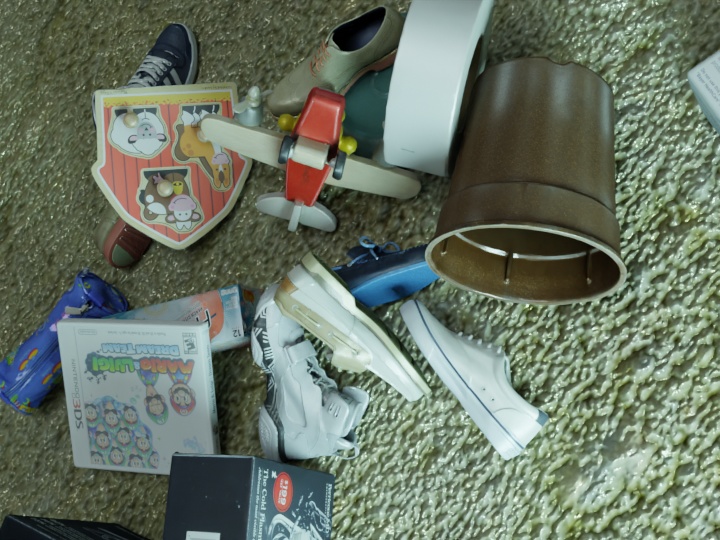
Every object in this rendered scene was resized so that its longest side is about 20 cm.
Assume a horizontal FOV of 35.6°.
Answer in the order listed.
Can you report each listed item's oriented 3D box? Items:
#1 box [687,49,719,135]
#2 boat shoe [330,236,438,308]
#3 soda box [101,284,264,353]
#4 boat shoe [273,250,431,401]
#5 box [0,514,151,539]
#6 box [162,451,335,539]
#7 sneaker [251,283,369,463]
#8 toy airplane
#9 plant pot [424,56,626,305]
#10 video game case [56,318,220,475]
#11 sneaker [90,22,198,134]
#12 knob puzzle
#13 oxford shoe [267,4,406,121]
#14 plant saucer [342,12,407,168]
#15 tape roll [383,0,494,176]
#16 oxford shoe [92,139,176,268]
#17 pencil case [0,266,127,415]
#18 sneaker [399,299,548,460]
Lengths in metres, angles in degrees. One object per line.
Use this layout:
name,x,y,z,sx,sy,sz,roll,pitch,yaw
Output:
box,0.449,-0.162,1.063,0.199,0.105,0.185,-35,63,14
boat shoe,0.000,0.000,1.252,0.198,0.084,0.069,-18,65,18
soda box,-0.209,0.070,1.337,0.198,0.068,0.064,-14,78,22
boat shoe,-0.009,0.073,1.198,0.068,0.075,0.200,-43,99,4
box,-0.291,0.345,1.224,0.147,0.200,0.105,16,82,30
box,-0.115,0.300,1.161,0.103,0.182,0.203,-3,74,25
sneaker,-0.053,0.115,1.232,0.114,0.075,0.203,0,96,21
toy airplane,-0.053,-0.136,1.270,0.197,0.200,0.143,-7,58,37
plant pot,0.176,-0.094,1.137,0.198,0.200,0.200,0,68,26
video game case,-0.260,0.149,1.316,0.198,0.024,0.184,0,102,21
sneaker,-0.278,-0.240,1.442,0.069,0.108,0.202,12,81,28
knob puzzle,-0.228,-0.127,1.368,0.217,0.030,0.223,1,86,-13
oxford shoe,-0.036,-0.246,1.304,0.199,0.074,0.071,-34,63,14
plant saucer,0.036,-0.219,1.324,0.198,0.036,0.203,-8,72,24
tape roll,0.083,-0.202,1.173,0.070,0.203,0.205,14,81,9
oxford shoe,-0.278,-0.104,1.427,0.075,0.070,0.201,36,91,36
pencil case,-0.381,0.091,1.410,0.078,0.087,0.200,44,98,0
sneaker,0.119,0.101,1.176,0.071,0.073,0.201,-38,71,1
